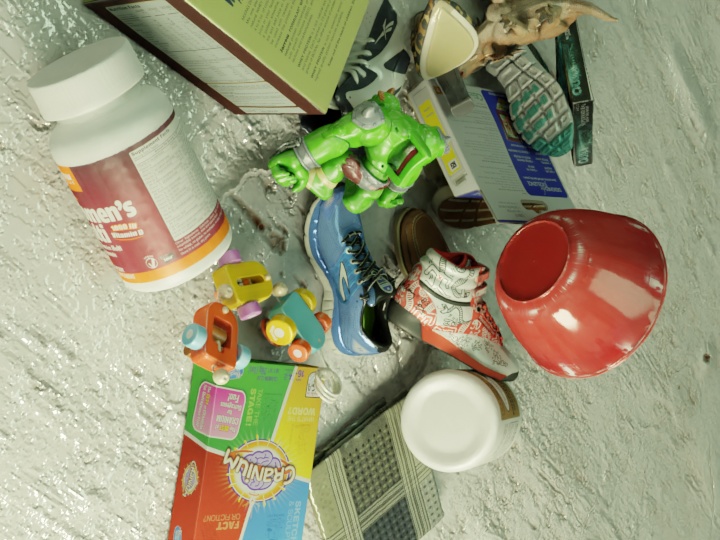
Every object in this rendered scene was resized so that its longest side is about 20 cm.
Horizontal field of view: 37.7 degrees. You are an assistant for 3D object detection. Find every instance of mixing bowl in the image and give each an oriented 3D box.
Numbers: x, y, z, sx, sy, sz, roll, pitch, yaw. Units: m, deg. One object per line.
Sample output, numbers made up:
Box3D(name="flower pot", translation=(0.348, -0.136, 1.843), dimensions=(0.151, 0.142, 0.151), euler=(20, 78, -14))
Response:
Box3D(name="mixing bowl", translation=(0.223, 0.008, 1.162), dimensions=(0.108, 0.200, 0.200), euler=(28, 74, -37))

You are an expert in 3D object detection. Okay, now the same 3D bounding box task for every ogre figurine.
Box3D(name="ogre figurine", translation=(0.012, -0.113, 1.053), dimensions=(0.200, 0.120, 0.098), euler=(29, 37, -39))

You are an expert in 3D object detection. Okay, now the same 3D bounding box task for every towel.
Box3D(name="towel", translation=(0.015, 0.261, 1.240), dimensions=(0.192, 0.035, 0.200), euler=(-32, 119, -37))

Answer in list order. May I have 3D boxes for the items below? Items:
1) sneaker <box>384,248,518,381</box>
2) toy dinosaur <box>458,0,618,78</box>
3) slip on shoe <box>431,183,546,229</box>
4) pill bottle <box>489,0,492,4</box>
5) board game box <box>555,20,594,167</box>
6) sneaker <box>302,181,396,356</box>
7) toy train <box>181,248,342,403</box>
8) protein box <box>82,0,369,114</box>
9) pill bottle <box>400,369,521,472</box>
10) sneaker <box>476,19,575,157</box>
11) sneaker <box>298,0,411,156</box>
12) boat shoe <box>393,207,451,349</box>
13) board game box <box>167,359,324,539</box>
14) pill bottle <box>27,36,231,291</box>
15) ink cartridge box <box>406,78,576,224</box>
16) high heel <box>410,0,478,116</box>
Box3D(name="sneaker", translation=(0.132, 0.049, 1.215), dimensions=(0.201, 0.067, 0.108), euler=(28, 99, -28))
Box3D(name="toy dinosaur", translation=(0.196, -0.288, 1.219), dimensions=(0.136, 0.200, 0.086), euler=(43, 44, -68))
Box3D(name="slip on shoe", translation=(0.159, -0.099, 1.331), dimensions=(0.200, 0.076, 0.061), euler=(-5, 58, -39))
Box3D(name="pill bottle", translation=(0.177, -0.414, 1.272), dimensions=(0.113, 0.113, 0.200), euler=(-54, 129, -28))
Box3D(name="board game box", translation=(0.275, -0.234, 1.361), dimensions=(0.200, 0.028, 0.135), euler=(56, 26, -69))
Box3D(name="sneaker", translation=(0.000, 0.000, 1.145), dimensions=(0.079, 0.089, 0.200), euler=(-30, 116, -43))
Box3D(name="toy train", translation=(-0.105, 0.066, 1.039), dimensions=(0.200, 0.056, 0.150), euler=(27, 47, -44))
Box3D(name="protein box", translation=(-0.106, -0.277, 0.965), dimensions=(0.200, 0.135, 0.199), euler=(33, 71, -44))
Box3D(name="pill bottle", translation=(0.130, 0.175, 1.255), dimensions=(0.200, 0.114, 0.115), euler=(14, 83, -69))
Box3D(name="sneaker", translation=(0.218, -0.232, 1.319), dimensions=(0.091, 0.078, 0.200), euler=(-6, 67, -56))
Box3D(name="sneaker", translation=(-0.017, -0.209, 1.109), dimensions=(0.130, 0.079, 0.199), euler=(-5, 108, -55))
Box3D(name="boat shoe", translation=(0.103, 0.011, 1.272), dimensions=(0.072, 0.068, 0.200), euler=(-44, 123, -33))
Box3D(name="board game box", translation=(-0.114, 0.192, 1.080), dimensions=(0.153, 0.040, 0.200), euler=(10, 87, -47))
Box3D(name="pill bottle", translation=(-0.197, -0.090, 0.907), dimensions=(0.110, 0.109, 0.200), euler=(-45, 125, -34))
Box3D(name="ink cartridge box", translation=(0.167, -0.132, 1.275), dimensions=(0.197, 0.047, 0.200), euler=(0, 64, -48))
Box3D(name="high heel", translation=(0.075, -0.272, 1.149), dimensions=(0.200, 0.071, 0.143), euler=(64, 4, -64))
